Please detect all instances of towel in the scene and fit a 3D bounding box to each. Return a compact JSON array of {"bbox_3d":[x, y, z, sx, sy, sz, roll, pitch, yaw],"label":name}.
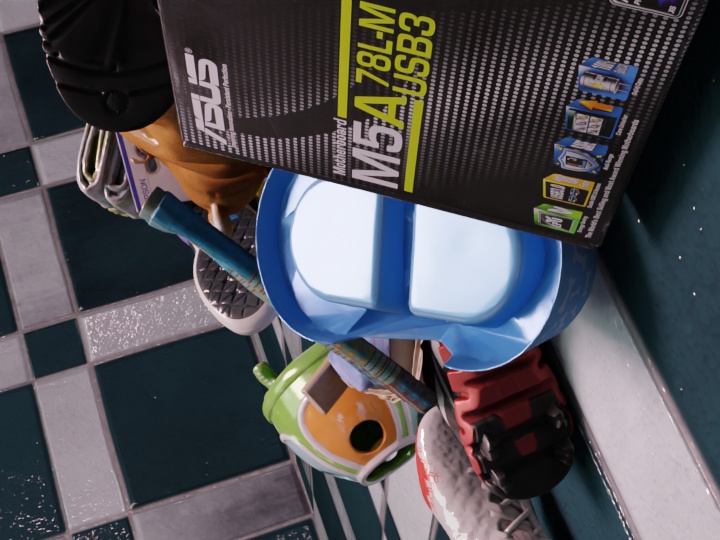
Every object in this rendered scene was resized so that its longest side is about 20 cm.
[{"bbox_3d":[-0.172,-0.131,1.012,0.200,0.048,0.171,166,122,-86],"label":"towel"},{"bbox_3d":[-0.049,0.017,0.789,0.200,0.022,0.147,37,176,-8],"label":"towel"}]

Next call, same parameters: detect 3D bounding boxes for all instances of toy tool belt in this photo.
[{"bbox_3d":[0.000,0.000,0.917,0.125,0.123,0.200,-136,30,-62],"label":"toy tool belt"}]

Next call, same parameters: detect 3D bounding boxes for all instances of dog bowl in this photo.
[{"bbox_3d":[0.032,-0.013,0.662,0.200,0.050,0.112,7,97,42],"label":"dog bowl"}]

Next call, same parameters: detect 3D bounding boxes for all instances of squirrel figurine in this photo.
[{"bbox_3d":[-0.065,-0.088,0.825,0.187,0.200,0.142,97,-167,-62],"label":"squirrel figurine"}]

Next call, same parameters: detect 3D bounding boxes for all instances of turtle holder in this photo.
[{"bbox_3d":[-0.011,0.129,1.177,0.132,0.141,0.186,52,154,19],"label":"turtle holder"}]

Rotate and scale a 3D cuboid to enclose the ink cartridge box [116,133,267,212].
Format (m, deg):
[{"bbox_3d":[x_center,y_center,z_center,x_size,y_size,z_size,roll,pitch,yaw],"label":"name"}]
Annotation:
[{"bbox_3d":[-0.075,-0.112,0.932,0.037,0.200,0.095,-122,18,-60],"label":"ink cartridge box"}]

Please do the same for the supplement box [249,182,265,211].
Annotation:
[{"bbox_3d":[-0.048,-0.105,1.069,0.109,0.109,0.200,-124,19,-60],"label":"supplement box"}]

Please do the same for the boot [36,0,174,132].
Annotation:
[{"bbox_3d":[-0.108,-0.167,0.653,0.162,0.073,0.199,-63,-30,-86],"label":"boot"}]

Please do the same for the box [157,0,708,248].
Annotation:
[{"bbox_3d":[0.019,-0.091,0.492,0.200,0.193,0.048,96,-172,-64],"label":"box"}]

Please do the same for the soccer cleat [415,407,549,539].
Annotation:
[{"bbox_3d":[0.096,0.178,0.834,0.200,0.069,0.085,70,162,4],"label":"soccer cleat"}]

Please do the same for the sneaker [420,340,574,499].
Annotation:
[{"bbox_3d":[0.066,0.030,0.751,0.098,0.071,0.201,-138,31,-68],"label":"sneaker"}]

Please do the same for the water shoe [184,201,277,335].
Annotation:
[{"bbox_3d":[-0.091,-0.007,1.021,0.079,0.071,0.200,60,-179,-40],"label":"water shoe"}]

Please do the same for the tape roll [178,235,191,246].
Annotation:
[{"bbox_3d":[-0.112,-0.116,1.192,0.200,0.066,0.201,11,-103,-57],"label":"tape roll"}]
